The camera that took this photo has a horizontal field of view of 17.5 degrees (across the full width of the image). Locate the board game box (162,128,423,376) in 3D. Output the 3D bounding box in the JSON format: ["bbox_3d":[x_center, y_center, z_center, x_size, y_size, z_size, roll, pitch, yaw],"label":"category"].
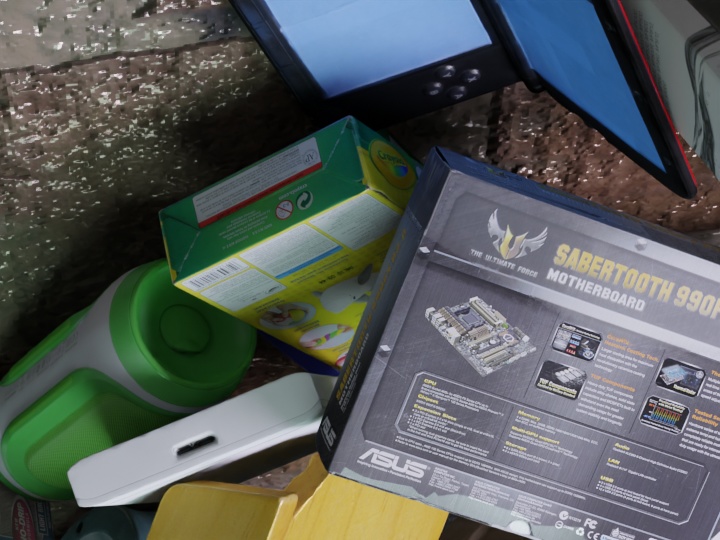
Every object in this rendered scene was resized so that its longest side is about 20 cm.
[{"bbox_3d":[0.000,0.000,1.275,0.135,0.029,0.200,-23,147,18],"label":"board game box"}]

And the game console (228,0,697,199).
[{"bbox_3d":[0.038,-0.095,1.043,0.172,0.119,0.200,-18,148,11],"label":"game console"}]

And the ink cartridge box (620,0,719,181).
[{"bbox_3d":[0.212,-0.093,0.994,0.147,0.200,0.083,-31,148,-8],"label":"ink cartridge box"}]

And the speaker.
[{"bbox_3d":[-0.133,0.062,1.252,0.088,0.089,0.200,8,155,-29],"label":"speaker"}]

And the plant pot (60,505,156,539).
[{"bbox_3d":[-0.106,0.242,1.493,0.188,0.200,0.200,25,135,-30],"label":"plant pot"}]

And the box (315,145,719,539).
[{"bbox_3d":[0.099,0.048,1.110,0.200,0.048,0.158,18,102,-12],"label":"box"}]

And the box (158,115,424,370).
[{"bbox_3d":[0.002,-0.005,1.184,0.117,0.048,0.200,-25,150,21],"label":"box"}]

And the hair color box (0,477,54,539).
[{"bbox_3d":[-0.264,0.161,1.382,0.061,0.100,0.200,16,140,-39],"label":"hair color box"}]

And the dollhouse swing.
[{"bbox_3d":[-0.080,0.136,1.271,0.200,0.176,0.182,-8,123,-57],"label":"dollhouse swing"}]

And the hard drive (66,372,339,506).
[{"bbox_3d":[-0.062,0.089,1.227,0.132,0.027,0.200,-23,172,9],"label":"hard drive"}]

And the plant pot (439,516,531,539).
[{"bbox_3d":[0.157,0.236,1.503,0.200,0.200,0.174,10,165,-31],"label":"plant pot"}]
